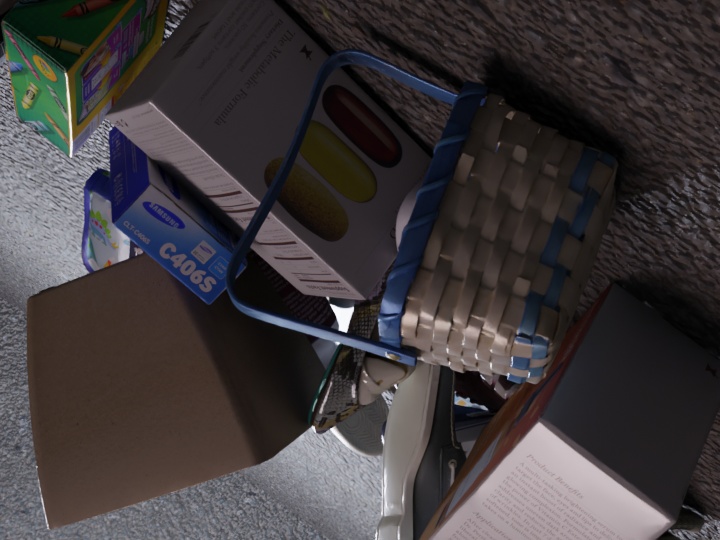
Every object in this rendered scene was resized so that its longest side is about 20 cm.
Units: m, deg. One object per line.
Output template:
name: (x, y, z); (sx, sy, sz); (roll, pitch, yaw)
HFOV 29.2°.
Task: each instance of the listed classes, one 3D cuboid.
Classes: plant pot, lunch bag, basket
plant pot: (-0.157, 0.073, 1.125); (0.200, 0.198, 0.179); (-27, -82, -72)
lunch bag: (-0.185, -0.011, 1.409); (0.169, 0.128, 0.200); (30, 162, 22)
basket: (0.038, -0.025, 0.814); (0.198, 0.178, 0.139); (23, 166, 7)

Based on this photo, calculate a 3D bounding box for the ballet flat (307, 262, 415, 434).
ballet flat: (0.017, 0.046, 1.062); (0.071, 0.202, 0.072); (18, -164, -5)

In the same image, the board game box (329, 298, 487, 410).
board game box: (0.061, 0.072, 1.268); (0.199, 0.043, 0.199); (34, 163, 13)

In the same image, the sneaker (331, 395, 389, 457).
sneaker: (-0.042, 0.138, 1.625); (0.200, 0.075, 0.084); (48, 162, -3)

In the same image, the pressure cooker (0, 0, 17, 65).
pressure cooker: (-0.366, -0.216, 1.097); (0.178, 0.201, 0.176); (24, 159, 35)

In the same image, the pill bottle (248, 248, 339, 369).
pill bottle: (-0.089, 0.034, 1.253); (0.201, 0.114, 0.114); (63, 158, -12)

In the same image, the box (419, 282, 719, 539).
box: (0.142, 0.136, 0.951); (0.106, 0.152, 0.200); (36, 134, 3)

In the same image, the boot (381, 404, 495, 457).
boot: (0.120, 0.137, 1.165); (0.090, 0.198, 0.073); (-132, 41, -63)

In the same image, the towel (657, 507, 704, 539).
towel: (0.182, 0.202, 1.228); (0.199, 0.035, 0.192); (8, -170, -46)

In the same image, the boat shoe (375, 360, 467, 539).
boat shoe: (0.055, 0.160, 1.070); (0.061, 0.202, 0.073); (11, 171, -20)

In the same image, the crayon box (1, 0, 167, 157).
crayon box: (-0.198, -0.171, 1.012); (0.058, 0.119, 0.200); (37, 164, -1)

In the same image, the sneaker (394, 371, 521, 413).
sneaker: (0.095, 0.087, 1.123); (0.200, 0.075, 0.116); (41, 138, 20)

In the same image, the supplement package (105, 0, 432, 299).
supplement package: (-0.056, -0.085, 0.957); (0.200, 0.114, 0.109); (42, 164, -20)

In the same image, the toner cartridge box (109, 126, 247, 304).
toner cartridge box: (-0.141, -0.058, 1.044); (0.095, 0.043, 0.200); (41, -169, -24)

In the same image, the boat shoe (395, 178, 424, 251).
boat shoe: (0.096, 0.009, 0.969); (0.086, 0.075, 0.202); (26, 162, 36)
